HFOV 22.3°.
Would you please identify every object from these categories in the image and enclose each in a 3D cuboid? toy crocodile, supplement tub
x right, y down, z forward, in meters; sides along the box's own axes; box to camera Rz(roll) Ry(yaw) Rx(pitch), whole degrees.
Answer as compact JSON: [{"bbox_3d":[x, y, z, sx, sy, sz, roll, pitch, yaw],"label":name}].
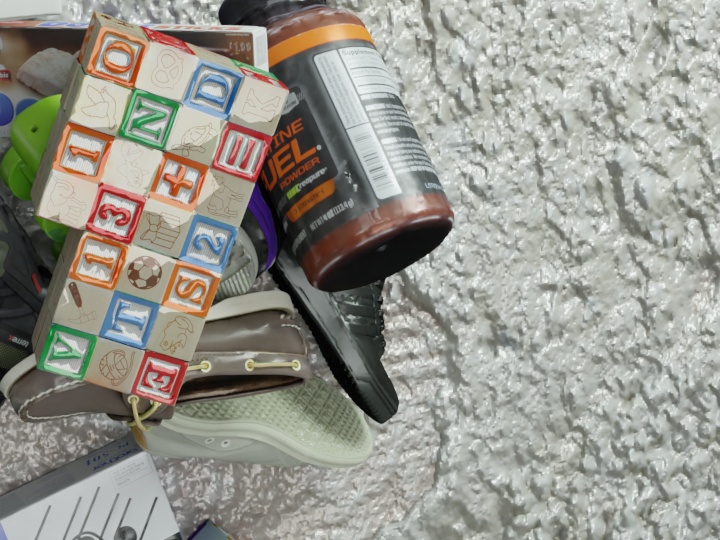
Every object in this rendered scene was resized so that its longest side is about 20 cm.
[{"bbox_3d":[-0.170,-0.031,1.158,0.062,0.068,0.201,-36,138,-11],"label":"toy crocodile"},{"bbox_3d":[-0.024,-0.095,1.189,0.106,0.107,0.201,-19,74,-20],"label":"supplement tub"}]

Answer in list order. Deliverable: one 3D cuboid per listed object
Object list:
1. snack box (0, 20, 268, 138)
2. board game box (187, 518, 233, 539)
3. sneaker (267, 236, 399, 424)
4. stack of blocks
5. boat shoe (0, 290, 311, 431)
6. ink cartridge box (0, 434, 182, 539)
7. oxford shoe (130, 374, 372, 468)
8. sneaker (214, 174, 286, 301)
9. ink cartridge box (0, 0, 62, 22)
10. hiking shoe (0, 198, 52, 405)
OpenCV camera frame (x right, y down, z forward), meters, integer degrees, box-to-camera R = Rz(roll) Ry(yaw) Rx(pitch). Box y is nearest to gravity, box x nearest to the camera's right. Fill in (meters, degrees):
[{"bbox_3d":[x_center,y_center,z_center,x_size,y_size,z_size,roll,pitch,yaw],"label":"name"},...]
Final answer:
[{"bbox_3d":[-0.152,-0.116,1.133,0.198,0.024,0.072,4,109,18],"label":"snack box"},{"bbox_3d":[-0.064,0.289,1.287,0.105,0.103,0.200,-45,115,-10],"label":"board game box"},{"bbox_3d":[-0.001,0.000,1.277,0.104,0.060,0.201,-35,103,-12],"label":"sneaker"},{"bbox_3d":[-0.132,-0.035,1.065,0.114,0.059,0.201,17,101,-17],"label":"stack of blocks"},{"bbox_3d":[-0.126,0.066,1.159,0.199,0.072,0.060,-13,69,-26],"label":"boat shoe"},{"bbox_3d":[-0.221,0.198,1.227,0.199,0.044,0.095,-25,109,-18],"label":"ink cartridge box"},{"bbox_3d":[-0.077,0.105,1.268,0.199,0.076,0.058,12,135,-38],"label":"oxford shoe"},{"bbox_3d":[-0.118,-0.080,1.209,0.201,0.069,0.099,55,38,-5],"label":"sneaker"},{"bbox_3d":[-0.238,-0.247,1.070,0.083,0.144,0.202,-7,104,-23],"label":"ink cartridge box"},{"bbox_3d":[-0.252,0.005,1.142,0.100,0.076,0.201,-39,119,-12],"label":"hiking shoe"}]
